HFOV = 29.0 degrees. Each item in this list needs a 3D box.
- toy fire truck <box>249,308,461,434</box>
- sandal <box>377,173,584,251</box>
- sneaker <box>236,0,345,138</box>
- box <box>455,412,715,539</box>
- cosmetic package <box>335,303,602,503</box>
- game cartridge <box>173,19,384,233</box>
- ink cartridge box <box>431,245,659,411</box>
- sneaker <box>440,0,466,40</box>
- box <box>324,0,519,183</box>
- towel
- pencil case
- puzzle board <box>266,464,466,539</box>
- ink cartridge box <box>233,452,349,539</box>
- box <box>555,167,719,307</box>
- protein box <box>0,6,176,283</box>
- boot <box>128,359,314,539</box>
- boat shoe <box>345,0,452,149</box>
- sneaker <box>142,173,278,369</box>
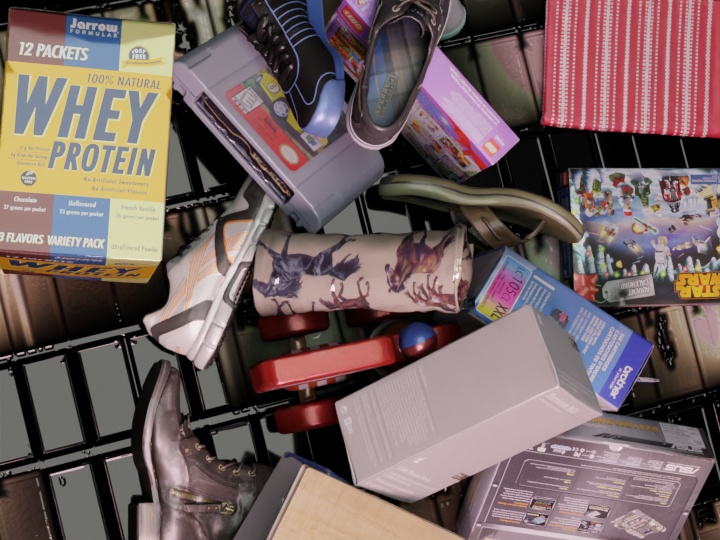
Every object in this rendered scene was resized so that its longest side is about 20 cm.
[{"bbox_3d":[-0.001,0.079,1.246,0.199,0.168,0.113,-9,87,-13],"label":"toy fire truck"},{"bbox_3d":[0.113,-0.048,1.331,0.200,0.080,0.058,10,80,0],"label":"sandal"},{"bbox_3d":[-0.070,-0.206,1.266,0.078,0.070,0.200,8,50,-29],"label":"sneaker"},{"bbox_3d":[0.206,0.205,1.295,0.199,0.048,0.159,10,123,-10],"label":"box"},{"bbox_3d":[0.091,0.117,1.187,0.200,0.107,0.090,-27,60,23],"label":"cosmetic package"},{"bbox_3d":[-0.071,-0.140,1.289,0.200,0.041,0.133,48,42,-1],"label":"game cartridge"},{"bbox_3d":[0.180,0.066,1.302,0.200,0.136,0.076,35,80,-7],"label":"ink cartridge box"},{"bbox_3d":[0.029,-0.301,1.303,0.200,0.140,0.078,38,78,-6],"label":"sneaker"},{"bbox_3d":[0.050,-0.171,1.297,0.039,0.137,0.200,-43,95,-13],"label":"box"},{"bbox_3d":[0.280,-0.210,1.409,0.199,0.022,0.145,3,86,-10],"label":"towel"},{"bbox_3d":[0.000,0.000,1.215,0.199,0.089,0.078,-1,89,14],"label":"pencil case"},{"bbox_3d":[-0.009,0.265,1.178,0.200,0.017,0.151,30,83,-34],"label":"puzzle board"},{"bbox_3d":[-0.015,0.269,1.240,0.200,0.076,0.137,38,78,-36],"label":"ink cartridge box"},{"bbox_3d":[0.296,-0.032,1.386,0.199,0.040,0.137,-2,86,-12],"label":"box"},{"bbox_3d":[-0.236,-0.098,1.196,0.134,0.200,0.199,4,84,-11],"label":"protein box"},{"bbox_3d":[-0.119,0.184,1.271,0.173,0.069,0.201,4,88,-17],"label":"boot"},{"bbox_3d":[0.037,-0.202,1.193,0.070,0.066,0.201,22,81,-9],"label":"boat shoe"},{"bbox_3d":[-0.134,-0.015,1.277,0.080,0.074,0.201,23,76,0],"label":"sneaker"}]
